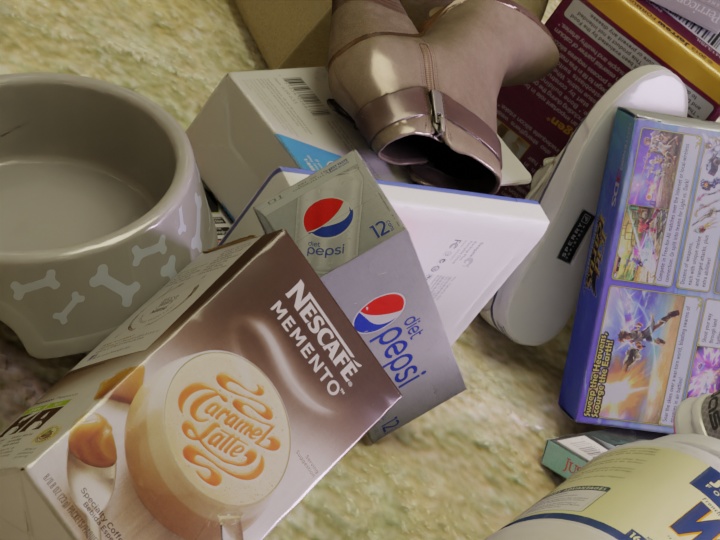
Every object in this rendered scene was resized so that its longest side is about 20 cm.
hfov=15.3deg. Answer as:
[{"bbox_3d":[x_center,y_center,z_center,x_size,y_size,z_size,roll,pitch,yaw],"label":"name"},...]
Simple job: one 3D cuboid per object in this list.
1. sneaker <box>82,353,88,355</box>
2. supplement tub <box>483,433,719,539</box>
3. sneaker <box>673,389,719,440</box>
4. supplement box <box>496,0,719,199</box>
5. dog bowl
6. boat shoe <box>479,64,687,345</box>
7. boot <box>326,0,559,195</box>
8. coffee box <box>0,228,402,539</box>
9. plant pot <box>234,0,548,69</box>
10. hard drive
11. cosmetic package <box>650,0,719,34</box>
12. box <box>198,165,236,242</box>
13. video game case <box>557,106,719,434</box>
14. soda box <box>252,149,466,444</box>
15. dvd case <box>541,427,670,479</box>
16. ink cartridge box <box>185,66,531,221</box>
[{"bbox_3d":[-0.095,0.019,1.479,0.200,0.116,0.075,43,32,8],"label":"sneaker"},{"bbox_3d":[0.149,0.179,1.488,0.145,0.145,0.200,45,33,11],"label":"supplement tub"},{"bbox_3d":[0.274,0.137,1.576,0.200,0.087,0.074,50,37,5],"label":"sneaker"},{"bbox_3d":[0.162,-0.106,1.812,0.131,0.200,0.103,39,31,2],"label":"supplement box"},{"bbox_3d":[-0.176,-0.036,1.439,0.200,0.059,0.200,1,38,-1],"label":"dog bowl"},{"bbox_3d":[0.136,-0.049,1.730,0.071,0.200,0.070,27,3,-34],"label":"boat shoe"},{"bbox_3d":[0.060,-0.105,1.653,0.200,0.070,0.146,11,45,-34],"label":"boot"},{"bbox_3d":[-0.089,0.083,1.340,0.200,0.080,0.114,-45,107,-34],"label":"coffee box"},{"bbox_3d":[0.027,-0.213,1.838,0.200,0.200,0.177,20,45,-27],"label":"plant pot"},{"bbox_3d":[0.000,0.000,1.581,0.200,0.132,0.025,6,44,-40],"label":"hard drive"},{"bbox_3d":[0.237,-0.262,1.711,0.107,0.200,0.090,22,32,-17],"label":"cosmetic package"},{"bbox_3d":[-0.045,-0.029,1.665,0.200,0.035,0.110,-3,50,-47],"label":"box"},{"bbox_3d":[0.233,0.007,1.706,0.181,0.200,0.045,8,11,-15],"label":"video game case"},{"bbox_3d":[0.003,0.018,1.516,0.063,0.068,0.200,58,-4,31],"label":"soda box"},{"bbox_3d":[0.230,0.134,1.687,0.200,0.022,0.146,-3,25,-46],"label":"dvd case"},{"bbox_3d":[0.000,-0.065,1.659,0.200,0.067,0.116,-8,52,-49],"label":"ink cartridge box"}]
